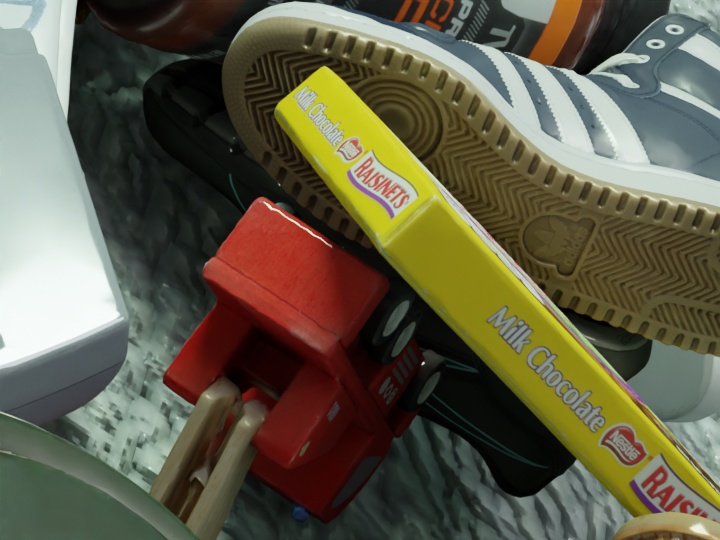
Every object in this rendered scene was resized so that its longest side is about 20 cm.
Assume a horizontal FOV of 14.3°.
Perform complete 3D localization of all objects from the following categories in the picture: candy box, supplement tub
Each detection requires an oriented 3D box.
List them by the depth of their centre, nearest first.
[{"bbox_3d":[0.056,0.028,0.840,0.200,0.026,0.102,46,1,-31],"label":"candy box"},{"bbox_3d":[0.010,-0.110,0.960,0.200,0.107,0.107,10,47,-37],"label":"supplement tub"}]

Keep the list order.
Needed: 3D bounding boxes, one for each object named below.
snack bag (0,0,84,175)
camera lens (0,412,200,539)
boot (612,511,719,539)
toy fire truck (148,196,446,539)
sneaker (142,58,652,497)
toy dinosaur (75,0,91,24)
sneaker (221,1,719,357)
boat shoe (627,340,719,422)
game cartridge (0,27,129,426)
[{"bbox_3d":[-0.171,-0.038,0.794,0.188,0.021,0.200,6,48,-10],"label":"snack bag"},{"bbox_3d":[-0.113,0.133,0.576,0.160,0.200,0.160,28,37,-24],"label":"camera lens"},{"bbox_3d":[0.076,0.182,0.781,0.077,0.200,0.155,9,29,29],"label":"boot"},{"bbox_3d":[-0.041,0.054,0.826,0.049,0.141,0.200,34,-8,14],"label":"toy fire truck"},{"bbox_3d":[0.000,0.000,0.962,0.200,0.079,0.075,36,35,21],"label":"sneaker"},{"bbox_3d":[-0.071,-0.163,0.995,0.136,0.102,0.200,42,44,-32],"label":"toy dinosaur"},{"bbox_3d":[0.054,-0.049,0.924,0.200,0.070,0.109,23,36,-9],"label":"sneaker"},{"bbox_3d":[0.097,-0.028,1.097,0.070,0.071,0.200,0,47,-44],"label":"boat shoe"},{"bbox_3d":[-0.166,-0.003,0.727,0.200,0.041,0.133,-6,48,-19],"label":"game cartridge"}]
